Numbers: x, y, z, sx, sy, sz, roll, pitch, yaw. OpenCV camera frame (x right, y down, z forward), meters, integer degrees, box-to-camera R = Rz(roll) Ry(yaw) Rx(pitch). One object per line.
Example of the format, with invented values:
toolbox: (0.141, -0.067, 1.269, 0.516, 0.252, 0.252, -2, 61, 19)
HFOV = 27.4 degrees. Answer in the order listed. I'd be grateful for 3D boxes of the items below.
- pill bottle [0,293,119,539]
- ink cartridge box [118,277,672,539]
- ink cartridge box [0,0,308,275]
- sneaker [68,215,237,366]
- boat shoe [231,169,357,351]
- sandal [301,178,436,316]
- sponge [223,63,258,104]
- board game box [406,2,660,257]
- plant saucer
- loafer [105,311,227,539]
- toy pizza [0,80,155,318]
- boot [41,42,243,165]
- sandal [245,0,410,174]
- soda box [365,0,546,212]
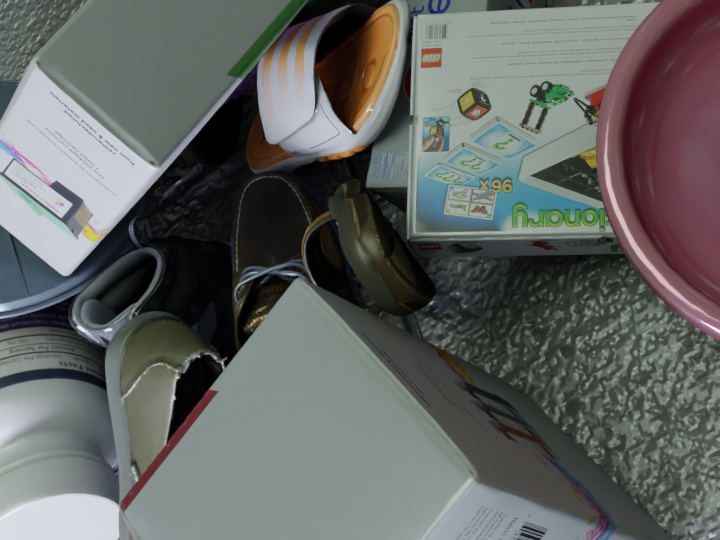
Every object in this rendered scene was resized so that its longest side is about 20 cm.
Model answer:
pill bottle: (-0.214, 0.083, 0.931, 0.120, 0.120, 0.201, -37, 52, 19)
ink cartridge box: (0.023, 0.125, 0.704, 0.146, 0.200, 0.145, -52, 50, 8)
ink cartridge box: (-0.128, -0.097, 0.819, 0.145, 0.084, 0.200, -53, 9, -28)
sneaker: (-0.124, 0.068, 0.882, 0.075, 0.114, 0.201, -4, 71, 35)
boat shoe: (-0.038, 0.026, 0.849, 0.072, 0.072, 0.201, -16, 70, 7)
sandal: (0.000, 0.000, 0.772, 0.054, 0.200, 0.082, -35, 95, 3)
sponge: (-0.075, -0.191, 0.851, 0.112, 0.030, 0.200, 54, 147, 9)
board game box: (0.125, -0.073, 0.757, 0.199, 0.035, 0.127, 0, 74, 12)
plant saucer: (0.210, -0.052, 0.688, 0.199, 0.051, 0.202, -2, 74, 8)
loafer: (-0.093, 0.124, 0.818, 0.069, 0.075, 0.201, 6, 113, 52)
toy pizza: (-0.229, -0.044, 0.936, 0.199, 0.032, 0.201, 0, 51, 0)
boot: (-0.157, -0.153, 1.014, 0.173, 0.069, 0.201, 2, 77, 36)
sandal: (-0.039, -0.101, 0.867, 0.206, 0.059, 0.080, -24, 54, 59)
soda box: (0.061, -0.130, 0.850, 0.063, 0.068, 0.201, 1, 75, 34)
